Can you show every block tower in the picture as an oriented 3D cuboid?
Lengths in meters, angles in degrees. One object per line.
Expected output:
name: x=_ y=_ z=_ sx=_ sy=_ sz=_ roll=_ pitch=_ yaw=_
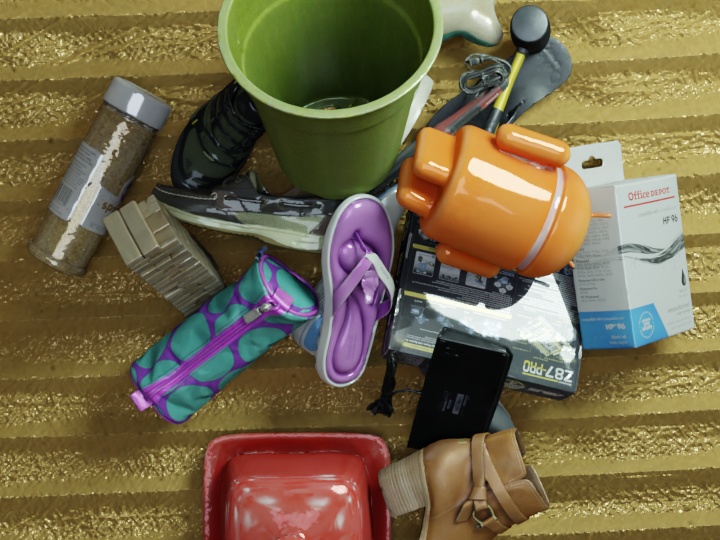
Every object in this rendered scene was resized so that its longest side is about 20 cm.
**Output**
block tower: x=-0.184 y=-0.010 z=1.391 sx=0.054 sy=0.200 sz=0.058 roll=-30 pitch=71 yaw=2

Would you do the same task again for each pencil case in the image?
pencil case: x=-0.139 y=0.068 z=1.430 sx=0.200 sy=0.092 sz=0.085 roll=-39 pitch=90 yaw=19

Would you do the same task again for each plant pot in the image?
plant pot: x=-0.024 y=-0.166 z=1.318 sx=0.197 sy=0.191 sz=0.202 roll=-1 pitch=59 yaw=1

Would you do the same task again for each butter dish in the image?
butter dish: x=-0.066 y=0.272 z=1.439 sx=0.197 sy=0.148 sz=0.202 roll=0 pitch=93 yaw=0

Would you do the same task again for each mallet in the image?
mallet: x=0.139 y=-0.169 z=1.414 sx=0.041 sy=0.066 sz=0.202 roll=23 pitch=82 yaw=9

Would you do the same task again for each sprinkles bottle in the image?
sprinkles bottle: x=-0.267 y=-0.095 z=1.454 sx=0.068 sy=0.068 sz=0.201 roll=28 pitch=94 yaw=-2

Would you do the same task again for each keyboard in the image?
keyboard: x=0.074 y=0.120 z=1.413 sx=0.126 sy=0.201 sz=0.021 roll=13 pitch=50 yaw=1

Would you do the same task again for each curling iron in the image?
curling iron: x=0.069 y=-0.139 z=1.405 sx=0.050 sy=0.026 sz=0.200 roll=44 pitch=103 yaw=-9

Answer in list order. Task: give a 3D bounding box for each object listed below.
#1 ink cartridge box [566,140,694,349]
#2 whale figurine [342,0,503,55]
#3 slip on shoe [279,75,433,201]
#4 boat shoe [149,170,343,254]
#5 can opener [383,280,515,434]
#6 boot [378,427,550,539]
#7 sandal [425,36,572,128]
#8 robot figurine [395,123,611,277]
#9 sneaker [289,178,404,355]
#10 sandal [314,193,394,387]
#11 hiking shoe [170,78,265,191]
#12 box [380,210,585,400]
ink cartridge box: x=0.268 y=-0.030 z=1.432 sx=0.067 sy=0.115 sz=0.203 roll=-5 pitch=95 yaw=44
whale figurine: x=0.043 y=-0.260 z=1.437 sx=0.198 sy=0.104 sz=0.161 roll=5 pitch=57 yaw=-21
slip on shoe: x=-0.004 y=-0.127 z=1.452 sx=0.060 sy=0.076 sz=0.201 roll=37 pitch=100 yaw=-10
boat shoe: x=-0.111 y=-0.066 z=1.418 sx=0.199 sy=0.072 sz=0.067 roll=13 pitch=96 yaw=6
can opener: x=0.095 y=0.093 z=1.464 sx=0.053 sy=0.067 sz=0.201 roll=-38 pitch=97 yaw=-28
boot: x=0.122 y=0.261 z=1.456 sx=0.154 sy=0.077 sz=0.202 roll=-20 pitch=99 yaw=12
sandal: x=0.133 y=-0.165 z=1.463 sx=0.076 sy=0.043 sz=0.200 roll=43 pitch=93 yaw=-3
robot figurine: x=0.134 y=-0.063 z=1.362 sx=0.198 sy=0.117 sz=0.145 roll=22 pitch=90 yaw=-9
sneaker: x=0.000 y=0.000 z=1.457 sx=0.072 sy=0.072 sz=0.201 roll=33 pitch=99 yaw=12
sandal: x=0.003 y=0.024 z=1.392 sx=0.082 sy=0.050 sz=0.205 roll=-11 pitch=119 yaw=-33
hiking shoe: x=-0.125 y=-0.158 z=1.433 sx=0.076 sy=0.101 sz=0.200 roll=40 pitch=93 yaw=-2
box: x=0.132 y=0.030 z=1.441 sx=0.198 sy=0.049 sz=0.163 roll=13 pitch=71 yaw=-7
